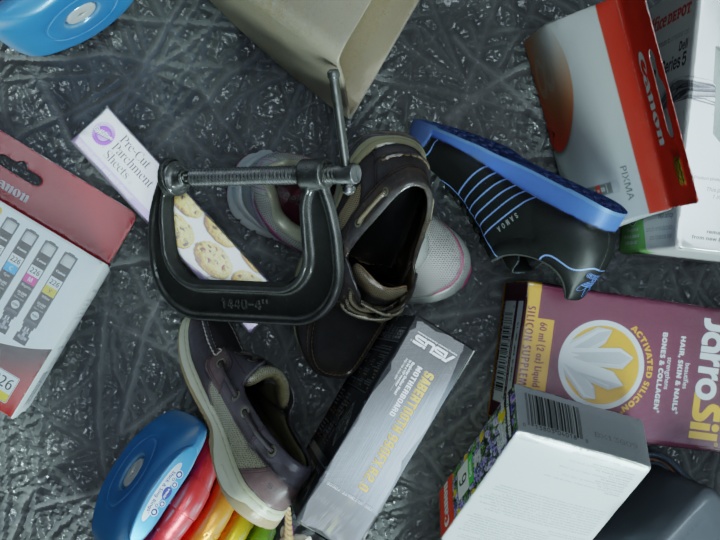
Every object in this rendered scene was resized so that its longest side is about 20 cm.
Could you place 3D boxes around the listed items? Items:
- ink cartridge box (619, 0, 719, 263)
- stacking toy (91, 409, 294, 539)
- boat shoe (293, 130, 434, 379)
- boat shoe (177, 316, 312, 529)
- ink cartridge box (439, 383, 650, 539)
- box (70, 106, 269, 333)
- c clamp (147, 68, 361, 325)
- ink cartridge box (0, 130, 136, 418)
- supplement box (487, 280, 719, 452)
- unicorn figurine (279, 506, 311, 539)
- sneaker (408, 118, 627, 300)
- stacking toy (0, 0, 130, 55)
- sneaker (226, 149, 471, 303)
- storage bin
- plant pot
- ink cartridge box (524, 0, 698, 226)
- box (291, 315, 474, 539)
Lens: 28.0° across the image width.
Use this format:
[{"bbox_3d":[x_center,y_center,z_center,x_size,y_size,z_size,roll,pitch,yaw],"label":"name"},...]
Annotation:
[{"bbox_3d":[0.264,-0.110,1.097,0.083,0.145,0.201,6,88,-6],"label":"ink cartridge box"},{"bbox_3d":[-0.093,0.204,1.084,0.200,0.110,0.116,38,79,-20],"label":"stacking toy"},{"bbox_3d":[0.000,0.000,1.025,0.074,0.073,0.201,4,121,-19],"label":"boat shoe"},{"bbox_3d":[-0.079,0.093,1.040,0.065,0.200,0.072,-40,131,15],"label":"boat shoe"},{"bbox_3d":[0.121,0.177,1.089,0.108,0.051,0.200,17,131,-14],"label":"ink cartridge box"},{"bbox_3d":[-0.138,-0.037,1.100,0.041,0.039,0.200,-42,94,-5],"label":"box"},{"bbox_3d":[-0.078,-0.044,1.025,0.199,0.027,0.172,-5,100,33],"label":"c clamp"},{"bbox_3d":[-0.291,-0.019,1.059,0.199,0.084,0.176,31,86,-5],"label":"ink cartridge box"},{"bbox_3d":[0.208,0.075,1.118,0.199,0.086,0.111,8,89,-7],"label":"supplement box"},{"bbox_3d":[-0.038,0.283,1.043,0.200,0.074,0.138,44,69,-18],"label":"unicorn figurine"},{"bbox_3d":[0.103,-0.049,1.081,0.200,0.070,0.078,32,106,36],"label":"sneaker"},{"bbox_3d":[-0.256,-0.267,1.059,0.116,0.110,0.201,-35,82,5],"label":"stacking toy"},{"bbox_3d":[-0.007,-0.030,1.092,0.199,0.088,0.082,21,87,-7],"label":"sneaker"},{"bbox_3d":[0.258,0.246,1.096,0.146,0.134,0.200,-44,93,-9],"label":"storage bin"},{"bbox_3d":[-0.037,-0.257,1.047,0.176,0.200,0.201,30,86,5],"label":"plant pot"},{"bbox_3d":[0.179,-0.112,1.058,0.050,0.200,0.163,-15,90,-3],"label":"ink cartridge box"},{"bbox_3d":[0.008,0.110,1.036,0.048,0.200,0.159,30,85,-3],"label":"box"}]
